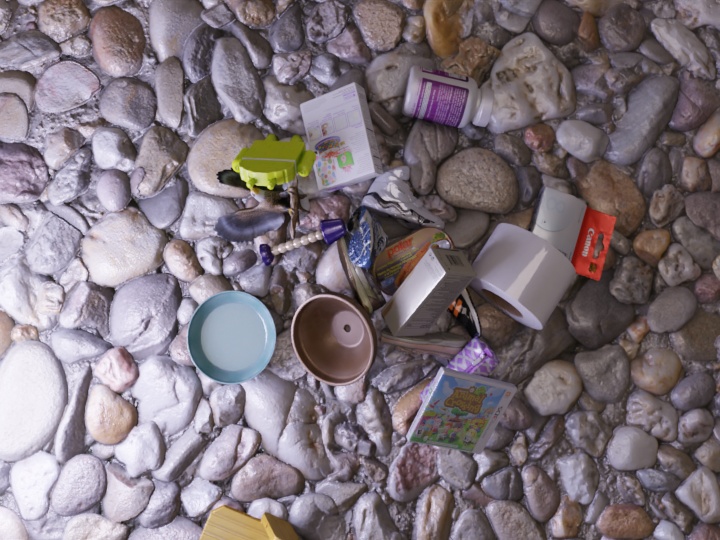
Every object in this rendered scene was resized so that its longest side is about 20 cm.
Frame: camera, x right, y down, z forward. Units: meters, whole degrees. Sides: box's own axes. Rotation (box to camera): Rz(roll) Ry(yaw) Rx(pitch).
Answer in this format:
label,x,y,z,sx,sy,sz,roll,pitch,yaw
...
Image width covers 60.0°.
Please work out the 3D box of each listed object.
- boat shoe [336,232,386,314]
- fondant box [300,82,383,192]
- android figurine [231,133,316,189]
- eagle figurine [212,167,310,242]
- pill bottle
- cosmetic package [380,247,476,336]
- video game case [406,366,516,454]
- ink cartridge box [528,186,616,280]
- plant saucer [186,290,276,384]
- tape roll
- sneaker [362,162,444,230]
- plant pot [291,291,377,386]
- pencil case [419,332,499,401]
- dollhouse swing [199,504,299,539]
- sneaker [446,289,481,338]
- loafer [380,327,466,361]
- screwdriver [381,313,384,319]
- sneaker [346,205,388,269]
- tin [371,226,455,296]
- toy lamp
label,x,y,z,sx,sy,sz,roll,pitch,yaw
boat shoe,0.000,0.000,1.385,0.063,0.073,0.204,-17,73,-11
fondant box,-0.043,-0.294,1.393,0.141,0.058,0.205,-14,85,22
android figurine,-0.189,-0.235,1.347,0.177,0.202,0.042,3,129,8
eagle figurine,-0.219,-0.152,1.380,0.195,0.153,0.153,-1,40,25
pill bottle,0.199,-0.388,1.415,0.195,0.112,0.115,12,85,-2
cosmetic package,0.140,0.048,1.305,0.201,0.104,0.072,-53,51,32
video game case,0.218,0.306,1.340,0.196,0.022,0.185,16,110,-24
ink cartridge box,0.489,-0.084,1.442,0.196,0.047,0.164,18,85,0
plant saucer,-0.283,0.148,1.382,0.194,0.036,0.206,0,86,-4
tape roll,0.343,0.014,1.350,0.201,0.203,0.140,36,84,0
sneaker,0.110,-0.166,1.410,0.196,0.075,0.117,20,83,-4
plant pot,-0.045,0.137,1.350,0.196,0.092,0.206,7,107,23
pencil case,0.217,0.237,1.363,0.084,0.086,0.201,42,99,-1
dollhouse swing,-0.246,0.618,1.290,0.173,0.181,0.204,26,85,-22
sneaker,0.205,0.069,1.410,0.088,0.070,0.204,-24,87,10
loafer,0.138,0.171,1.393,0.195,0.072,0.064,5,106,-6
screwdriver,0.131,0.056,1.388,0.197,0.028,0.030,-29,72,17
sneaker,0.026,-0.066,1.351,0.084,0.202,0.077,30,120,-21
tin,0.118,-0.020,1.384,0.197,0.042,0.114,-27,85,20
toy lamp,-0.126,-0.065,1.376,0.196,0.058,0.059,-21,87,9
